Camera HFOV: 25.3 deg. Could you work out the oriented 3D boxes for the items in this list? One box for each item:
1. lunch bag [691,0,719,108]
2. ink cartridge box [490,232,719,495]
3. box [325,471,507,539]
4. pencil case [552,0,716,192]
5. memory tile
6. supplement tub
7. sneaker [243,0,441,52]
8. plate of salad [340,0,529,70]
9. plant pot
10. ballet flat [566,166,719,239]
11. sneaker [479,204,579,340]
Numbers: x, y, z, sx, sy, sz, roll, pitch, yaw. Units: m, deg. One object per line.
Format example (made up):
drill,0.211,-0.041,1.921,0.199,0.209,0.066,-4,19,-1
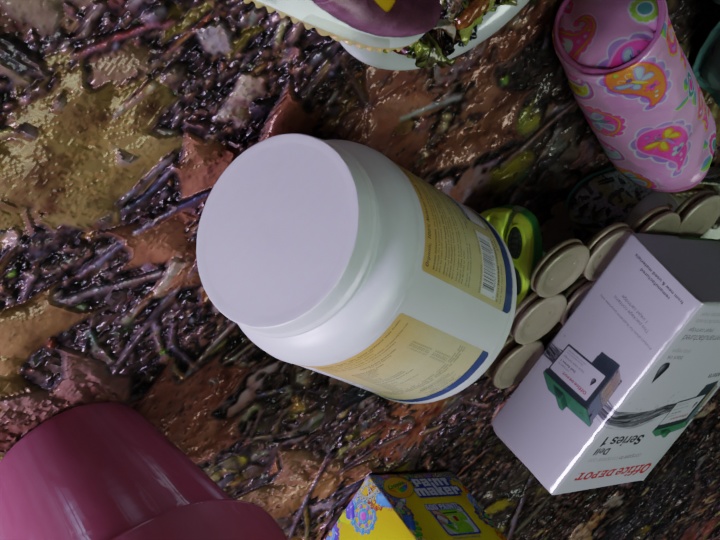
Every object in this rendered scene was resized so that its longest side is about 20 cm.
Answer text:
lunch bag,0.346,-0.190,1.171,0.170,0.122,0.200,-36,164,-7
ink cartridge box,0.215,0.073,1.245,0.145,0.084,0.201,1,130,-49
box,0.047,0.316,1.406,0.121,0.193,0.201,4,127,-47
pencil case,0.201,-0.131,1.155,0.087,0.088,0.200,-43,148,3
memory tile,0.188,0.014,1.237,0.199,0.017,0.154,-19,143,-34
supplement tub,0.000,0.000,1.042,0.145,0.145,0.200,-48,146,11
sneaker,-0.020,-0.183,0.858,0.199,0.075,0.090,10,124,-40
plate of salad,0.066,-0.200,0.968,0.199,0.048,0.201,-27,144,-22
plant pot,-0.158,0.196,1.074,0.199,0.179,0.201,-27,145,-21
ballet flat,0.255,-0.050,1.310,0.199,0.072,0.072,-5,133,-42
sneaker,0.125,0.005,1.251,0.084,0.074,0.201,-45,152,-19
